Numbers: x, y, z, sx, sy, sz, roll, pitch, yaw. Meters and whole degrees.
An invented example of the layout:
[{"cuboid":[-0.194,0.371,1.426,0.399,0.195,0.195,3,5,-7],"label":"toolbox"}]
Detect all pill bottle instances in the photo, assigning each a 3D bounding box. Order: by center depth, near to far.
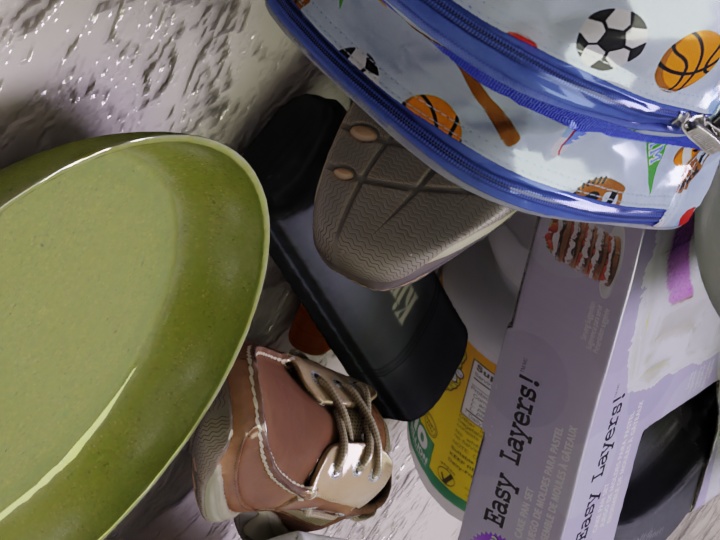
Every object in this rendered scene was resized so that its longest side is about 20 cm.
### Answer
[{"cuboid":[0.087,0.029,1.113,0.113,0.113,0.200,-42,159,-31],"label":"pill bottle"}]

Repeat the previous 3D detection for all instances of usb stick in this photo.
[{"cuboid":[0.000,0.000,0.920,0.056,0.033,0.200,-51,150,-12],"label":"usb stick"}]

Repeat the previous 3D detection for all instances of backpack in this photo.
[{"cuboid":[0.054,-0.107,0.704,0.190,0.200,0.155,15,110,-56],"label":"backpack"}]

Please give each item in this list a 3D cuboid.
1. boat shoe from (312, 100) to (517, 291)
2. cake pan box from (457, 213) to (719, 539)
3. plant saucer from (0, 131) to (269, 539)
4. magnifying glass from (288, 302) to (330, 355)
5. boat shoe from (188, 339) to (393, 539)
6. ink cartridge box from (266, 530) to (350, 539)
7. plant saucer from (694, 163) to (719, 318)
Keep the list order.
[{"cuboid":[0.054,-0.060,0.870,0.200,0.074,0.073,-48,163,-26],"label":"boat shoe"},{"cuboid":[0.120,0.029,0.981,0.184,0.052,0.201,-21,132,-49],"label":"cake pan box"},{"cuboid":[-0.109,0.035,0.744,0.200,0.031,0.200,-40,154,-25],"label":"plant saucer"},{"cuboid":[0.011,-0.048,0.941,0.079,0.022,0.201,-32,150,-49],"label":"magnifying glass"},{"cuboid":[-0.025,0.061,0.924,0.200,0.071,0.076,59,24,-78],"label":"boat shoe"},{"cuboid":[-0.040,0.164,1.033,0.114,0.068,0.200,-18,166,12],"label":"ink cartridge box"},{"cuboid":[0.158,-0.071,0.854,0.200,0.050,0.201,-55,160,-31],"label":"plant saucer"}]
